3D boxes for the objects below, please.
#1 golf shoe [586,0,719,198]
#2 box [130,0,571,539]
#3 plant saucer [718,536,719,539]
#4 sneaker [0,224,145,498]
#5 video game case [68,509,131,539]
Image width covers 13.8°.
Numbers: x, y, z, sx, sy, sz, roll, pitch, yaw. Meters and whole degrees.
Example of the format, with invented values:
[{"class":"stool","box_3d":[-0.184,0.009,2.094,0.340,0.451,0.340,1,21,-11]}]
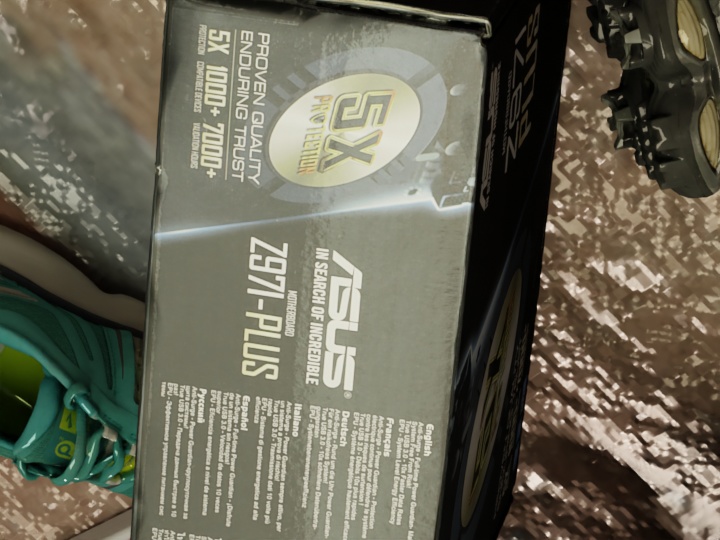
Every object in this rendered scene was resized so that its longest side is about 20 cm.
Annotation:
[{"class":"golf shoe","box_3d":[0.104,-0.121,0.812,0.094,0.078,0.200,-12,116,-4]},{"class":"box","box_3d":[0.000,0.000,0.834,0.086,0.164,0.200,9,109,10]},{"class":"plant saucer","box_3d":[0.212,0.107,0.939,0.200,0.034,0.200,7,120,12]},{"class":"sneaker","box_3d":[-0.082,0.051,0.974,0.200,0.080,0.078,20,113,3]},{"class":"video game case","box_3d":[-0.037,0.169,1.089,0.143,0.017,0.200,-28,111,33]}]
